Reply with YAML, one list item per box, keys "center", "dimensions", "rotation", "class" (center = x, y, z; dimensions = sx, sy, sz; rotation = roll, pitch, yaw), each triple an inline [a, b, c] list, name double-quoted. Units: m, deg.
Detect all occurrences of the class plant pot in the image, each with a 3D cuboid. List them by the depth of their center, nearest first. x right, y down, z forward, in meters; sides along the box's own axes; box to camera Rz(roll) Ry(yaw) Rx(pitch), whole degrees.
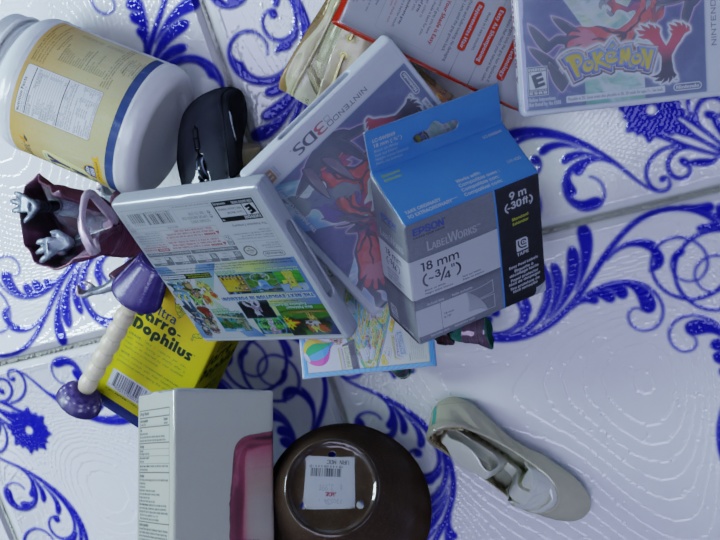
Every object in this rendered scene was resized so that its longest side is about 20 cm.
- center: [-0.021, 0.234, 1.273]
  dimensions: [0.185, 0.200, 0.188]
  rotation: [-1, 73, 4]
  class: "plant pot"

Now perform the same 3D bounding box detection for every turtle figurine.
- center: [0.032, 0.050, 1.294]
  dimensions: [0.198, 0.101, 0.151]
  rotation: [-11, 105, 15]
  class: "turtle figurine"

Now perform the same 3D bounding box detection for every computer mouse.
- center: [-0.132, -0.122, 1.241]
  dimensions: [0.140, 0.201, 0.046]
  rotation: [-16, 144, 28]
  class: "computer mouse"

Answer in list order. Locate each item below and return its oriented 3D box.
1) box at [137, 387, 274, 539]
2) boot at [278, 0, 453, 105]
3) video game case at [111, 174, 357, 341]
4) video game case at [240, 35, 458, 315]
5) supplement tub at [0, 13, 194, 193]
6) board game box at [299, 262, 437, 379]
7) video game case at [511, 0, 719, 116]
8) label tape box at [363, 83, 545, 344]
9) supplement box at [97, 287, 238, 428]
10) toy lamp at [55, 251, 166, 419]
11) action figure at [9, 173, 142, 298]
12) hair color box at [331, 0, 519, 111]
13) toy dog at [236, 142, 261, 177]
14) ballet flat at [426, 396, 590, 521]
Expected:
- center: [-0.157, 0.222, 1.249]
  dimensions: [0.128, 0.108, 0.202]
  rotation: [-17, 72, 63]
  class: "box"
- center: [0.032, -0.221, 1.215]
  dimensions: [0.155, 0.073, 0.201]
  rotation: [34, 103, -3]
  class: "boot"
- center: [-0.120, -0.006, 1.175]
  dimensions: [0.199, 0.022, 0.183]
  rotation: [-4, 129, 39]
  class: "video game case"
- center: [0.017, -0.083, 1.153]
  dimensions: [0.182, 0.023, 0.200]
  rotation: [-44, 121, 0]
  class: "video game case"
- center: [-0.289, -0.175, 1.295]
  dimensions: [0.199, 0.144, 0.145]
  rotation: [23, 113, 10]
  class: "supplement tub"
- center: [0.000, 0.000, 1.228]
  dimensions: [0.133, 0.034, 0.202]
  rotation: [-5, 90, 0]
  class: "board game box"
- center: [0.235, -0.240, 1.114]
  dimensions: [0.198, 0.023, 0.184]
  rotation: [-6, 104, -3]
  class: "video game case"
- center: [0.090, -0.049, 1.141]
  dimensions: [0.143, 0.063, 0.201]
  rotation: [-22, 126, -17]
  class: "label tape box"
- center: [-0.197, 0.069, 1.365]
  dimensions: [0.109, 0.109, 0.201]
  rotation: [30, 115, 7]
  class: "supplement box"
- center: [-0.255, 0.067, 1.293]
  dimensions: [0.058, 0.058, 0.201]
  rotation: [33, 116, 5]
  class: "toy lamp"
- center: [-0.260, -0.050, 1.311]
  dimensions: [0.148, 0.199, 0.135]
  rotation: [-18, 72, 38]
  class: "action figure"
- center: [0.084, -0.232, 1.153]
  dimensions: [0.199, 0.061, 0.102]
  rotation: [24, 97, -11]
  class: "hair color box"
- center: [-0.080, -0.079, 1.284]
  dimensions: [0.199, 0.096, 0.133]
  rotation: [-14, 103, 22]
  class: "toy dog"
- center: [0.154, 0.213, 1.322]
  dimensions: [0.199, 0.069, 0.070]
  rotation: [35, 115, 4]
  class: "ballet flat"
